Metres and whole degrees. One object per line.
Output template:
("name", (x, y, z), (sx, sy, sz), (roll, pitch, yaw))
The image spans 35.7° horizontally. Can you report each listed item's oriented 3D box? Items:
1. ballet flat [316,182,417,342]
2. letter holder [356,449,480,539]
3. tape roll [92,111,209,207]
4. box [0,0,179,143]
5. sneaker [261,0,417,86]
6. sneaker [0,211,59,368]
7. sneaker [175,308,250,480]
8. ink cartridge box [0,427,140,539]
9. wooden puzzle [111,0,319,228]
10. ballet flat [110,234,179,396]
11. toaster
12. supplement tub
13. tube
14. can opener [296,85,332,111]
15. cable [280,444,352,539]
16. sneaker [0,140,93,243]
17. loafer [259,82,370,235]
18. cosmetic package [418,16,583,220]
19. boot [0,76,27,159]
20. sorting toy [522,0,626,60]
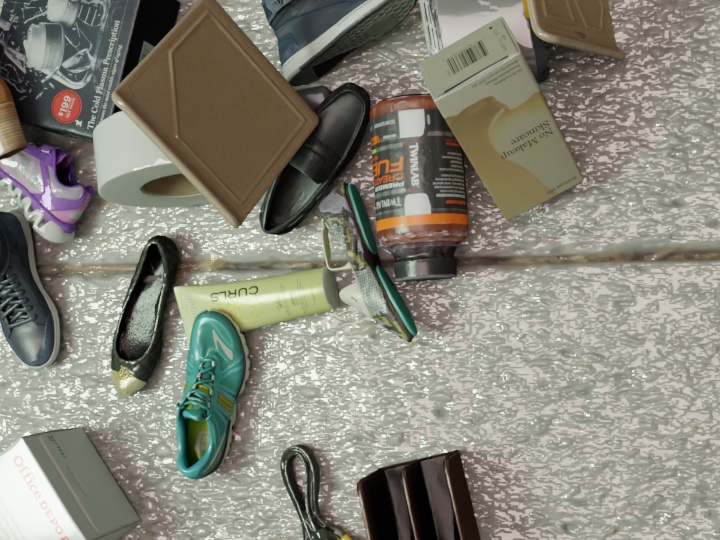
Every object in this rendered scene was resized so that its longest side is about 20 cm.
("ballet flat", (0.000, 0.000, 1.289), (0.072, 0.072, 0.202), (-26, 76, 11))
("letter holder", (0.073, 0.311, 1.215), (0.100, 0.142, 0.202), (-15, 83, 13))
("tape roll", (-0.201, -0.130, 1.274), (0.200, 0.202, 0.072), (-11, 80, 13))
("box", (-0.343, -0.263, 1.367), (0.180, 0.104, 0.202), (14, 90, 15))
("sneaker", (-0.035, -0.322, 1.285), (0.201, 0.077, 0.148), (-25, 78, 35))
("sneaker", (-0.439, 0.023, 1.348), (0.076, 0.146, 0.204), (-20, 84, 10))
("sneaker", (-0.178, 0.147, 1.311), (0.077, 0.080, 0.202), (6, 93, 12))
("ink cartridge box", (-0.399, 0.307, 1.329), (0.199, 0.146, 0.147), (-38, 79, 9))
("wooden puzzle", (-0.149, -0.168, 1.177), (0.037, 0.201, 0.185), (-22, 118, 46))
("ballet flat", (-0.269, 0.054, 1.356), (0.066, 0.057, 0.202), (13, 90, 15))
("toaster", (0.133, -0.293, 1.242), (0.128, 0.114, 0.202), (-10, 85, 9))
("supplement tub", (0.067, -0.090, 1.256), (0.106, 0.107, 0.202), (-5, 86, 13))
("tube", (-0.125, 0.040, 1.328), (0.198, 0.052, 0.059), (-11, 57, 18))
("can opener", (-0.129, -0.202, 1.337), (0.198, 0.053, 0.068), (-10, 86, 12))
("cable", (-0.046, 0.305, 1.309), (0.097, 0.050, 0.201), (-40, 66, 26))
("sneaker", (-0.406, -0.131, 1.387), (0.200, 0.080, 0.088), (46, 103, 6))
("loafer", (-0.053, -0.123, 1.285), (0.068, 0.070, 0.201), (34, 109, -3))
("cosmetic package", (0.153, -0.157, 1.190), (0.105, 0.200, 0.071), (-29, 43, 12))
("boot", (-0.497, -0.183, 1.323), (0.198, 0.074, 0.156), (-23, 94, 14))
("sorting toy", (0.211, -0.325, 1.202), (0.036, 0.184, 0.202), (-19, 80, 37))
